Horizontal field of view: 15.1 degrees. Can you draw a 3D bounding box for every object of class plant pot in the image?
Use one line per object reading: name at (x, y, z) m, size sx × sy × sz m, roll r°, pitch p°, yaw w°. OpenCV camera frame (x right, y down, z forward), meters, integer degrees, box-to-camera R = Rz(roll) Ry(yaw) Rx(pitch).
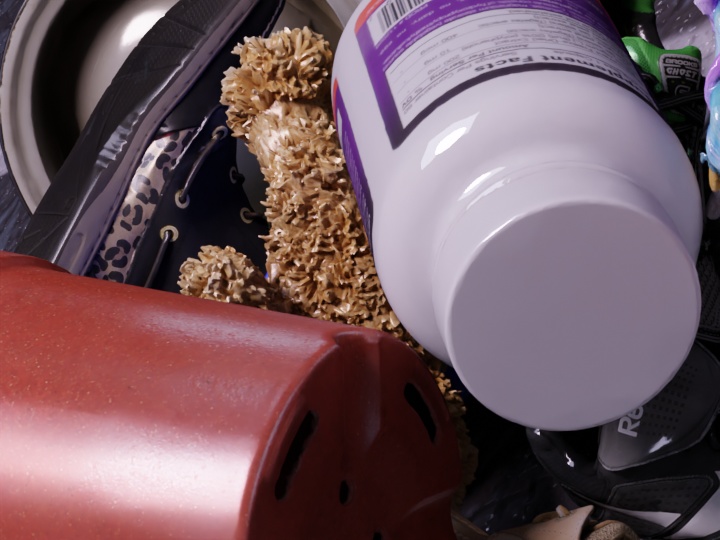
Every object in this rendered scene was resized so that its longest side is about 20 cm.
plant pot at (-0.082, 0.087, 0.925) m, size 0.195 × 0.201 × 0.201 m, roll 4°, pitch 55°, yaw 30°

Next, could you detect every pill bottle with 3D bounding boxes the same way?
pill bottle at (0.054, -0.029, 0.929) m, size 0.111 × 0.111 × 0.200 m, roll -45°, pitch 23°, yaw 15°

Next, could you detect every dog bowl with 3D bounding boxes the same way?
dog bowl at (-0.080, -0.086, 1.364) m, size 0.200 × 0.200 × 0.074 m, roll -49°, pitch 6°, yaw 7°

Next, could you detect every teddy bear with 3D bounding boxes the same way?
teddy bear at (0.000, 0.000, 1.040) m, size 0.067 × 0.145 × 0.200 m, roll -20°, pitch 50°, yaw 44°

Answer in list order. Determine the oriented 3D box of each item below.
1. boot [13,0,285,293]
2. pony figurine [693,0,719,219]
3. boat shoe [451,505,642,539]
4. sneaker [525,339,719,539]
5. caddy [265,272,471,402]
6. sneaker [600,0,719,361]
boot at (-0.060, -0.030, 1.287) m, size 0.200 × 0.150 × 0.073 m, roll -59°, pitch 25°, yaw -12°
pony figurine at (0.177, -0.123, 0.880) m, size 0.193 × 0.166 × 0.200 m, roll -42°, pitch 27°, yaw 53°
boat shoe at (0.080, 0.118, 0.945) m, size 0.200 × 0.071 × 0.065 m, roll 30°, pitch 91°, yaw 55°
sneaker at (0.127, 0.059, 0.919) m, size 0.200 × 0.090 × 0.067 m, roll -11°, pitch 47°, yaw 55°
caddy at (0.017, 0.006, 1.169) m, size 0.200 × 0.105 × 0.141 m, roll -65°, pitch 4°, yaw -26°
sneaker at (0.101, -0.043, 1.059) m, size 0.085 × 0.078 × 0.200 m, roll -49°, pitch 44°, yaw 37°
